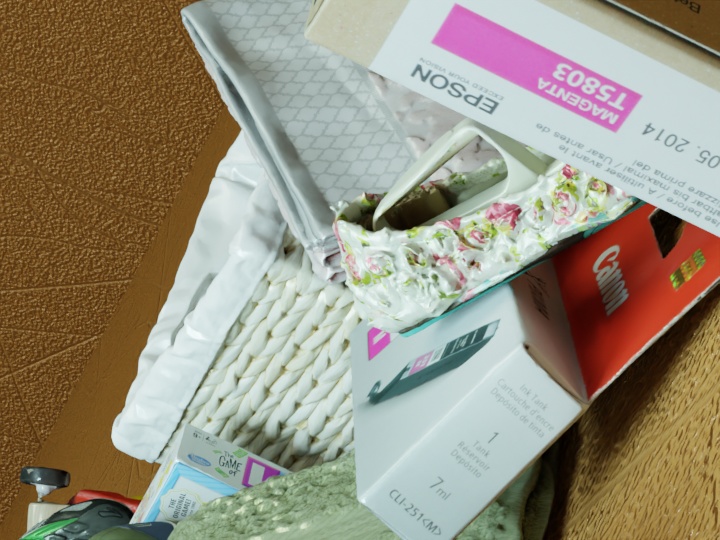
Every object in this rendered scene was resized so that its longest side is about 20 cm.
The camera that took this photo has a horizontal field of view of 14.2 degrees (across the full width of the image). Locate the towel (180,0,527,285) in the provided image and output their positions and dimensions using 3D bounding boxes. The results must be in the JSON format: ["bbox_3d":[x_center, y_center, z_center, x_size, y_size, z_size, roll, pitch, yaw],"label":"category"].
[{"bbox_3d":[0.034,-0.097,1.299,0.200,0.191,0.032,-121,9,-46],"label":"towel"}]

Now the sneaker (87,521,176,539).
[{"bbox_3d":[-0.072,0.204,1.322,0.067,0.200,0.090,-21,11,31],"label":"sneaker"}]

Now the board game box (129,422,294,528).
[{"bbox_3d":[-0.068,0.183,1.396,0.200,0.134,0.034,-60,10,28],"label":"board game box"}]

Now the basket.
[{"bbox_3d":[0.000,0.000,1.418,0.200,0.161,0.198,-53,14,50],"label":"basket"}]

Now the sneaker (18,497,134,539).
[{"bbox_3d":[-0.156,0.159,1.489,0.200,0.078,0.085,-51,16,56],"label":"sneaker"}]

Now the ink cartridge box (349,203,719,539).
[{"bbox_3d":[0.070,0.012,1.184,0.174,0.044,0.200,-46,13,12],"label":"ink cartridge box"}]

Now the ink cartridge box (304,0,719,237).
[{"bbox_3d":[0.095,-0.112,1.025,0.075,0.200,0.165,-57,11,43],"label":"ink cartridge box"}]

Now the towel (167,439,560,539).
[{"bbox_3d":[-0.007,0.121,1.222,0.200,0.037,0.148,-21,25,20],"label":"towel"}]

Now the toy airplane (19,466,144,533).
[{"bbox_3d":[-0.108,0.163,1.744,0.200,0.141,0.199,-57,40,29],"label":"toy airplane"}]

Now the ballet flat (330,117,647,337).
[{"bbox_3d":[0.072,-0.040,1.137,0.200,0.064,0.076,-30,16,19],"label":"ballet flat"}]
